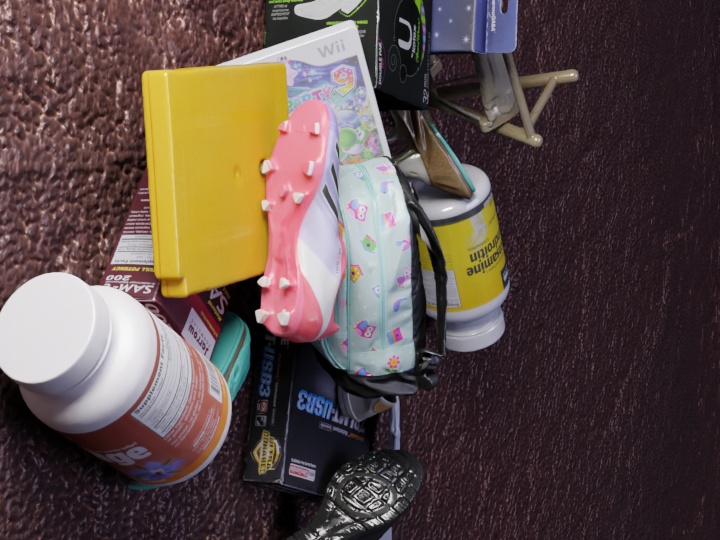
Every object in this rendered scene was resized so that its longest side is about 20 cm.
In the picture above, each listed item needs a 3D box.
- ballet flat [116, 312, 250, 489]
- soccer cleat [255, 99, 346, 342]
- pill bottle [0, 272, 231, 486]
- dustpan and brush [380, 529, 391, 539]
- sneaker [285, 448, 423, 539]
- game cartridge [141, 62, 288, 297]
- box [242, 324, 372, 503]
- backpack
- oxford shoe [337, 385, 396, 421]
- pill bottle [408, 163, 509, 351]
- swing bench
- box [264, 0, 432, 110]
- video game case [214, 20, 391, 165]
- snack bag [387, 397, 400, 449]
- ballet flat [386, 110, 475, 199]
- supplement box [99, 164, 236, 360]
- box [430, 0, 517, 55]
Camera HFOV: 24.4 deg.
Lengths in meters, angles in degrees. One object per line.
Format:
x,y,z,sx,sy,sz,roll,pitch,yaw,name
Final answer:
-0.142,0.125,1.411,0.071,0.067,0.201,87,22,-45,ballet flat
-0.041,-0.040,1.397,0.076,0.066,0.202,8,89,-47,soccer cleat
-0.186,0.081,1.250,0.200,0.111,0.113,48,49,-56,pill bottle
0.001,0.268,1.761,0.140,0.057,0.202,38,62,-74,dustpan and brush
-0.017,0.254,1.630,0.200,0.076,0.091,-42,160,-12,sneaker
-0.113,-0.079,1.364,0.200,0.032,0.178,-17,106,-63,game cartridge
-0.043,0.124,1.651,0.200,0.049,0.201,32,61,-62,box
0.000,0.000,1.506,0.167,0.125,0.202,-127,-152,-53,backpack
0.014,0.048,1.653,0.075,0.057,0.202,14,75,-62,oxford shoe
0.110,-0.012,1.910,0.112,0.111,0.201,-57,141,-49,pill bottle
0.109,-0.255,1.811,0.130,0.198,0.200,-57,141,-34,swing bench
-0.009,-0.264,1.620,0.148,0.123,0.202,7,85,-67,box
-0.048,-0.117,1.534,0.018,0.142,0.201,-114,-173,-57,video game case
0.042,0.105,1.770,0.189,0.021,0.202,90,3,-69,snack bag
0.049,-0.149,1.788,0.201,0.072,0.068,60,-4,-20,ballet flat
-0.144,-0.030,1.401,0.109,0.060,0.201,59,40,-50,supplement box
0.066,-0.279,1.691,0.032,0.198,0.123,0,93,-58,box
